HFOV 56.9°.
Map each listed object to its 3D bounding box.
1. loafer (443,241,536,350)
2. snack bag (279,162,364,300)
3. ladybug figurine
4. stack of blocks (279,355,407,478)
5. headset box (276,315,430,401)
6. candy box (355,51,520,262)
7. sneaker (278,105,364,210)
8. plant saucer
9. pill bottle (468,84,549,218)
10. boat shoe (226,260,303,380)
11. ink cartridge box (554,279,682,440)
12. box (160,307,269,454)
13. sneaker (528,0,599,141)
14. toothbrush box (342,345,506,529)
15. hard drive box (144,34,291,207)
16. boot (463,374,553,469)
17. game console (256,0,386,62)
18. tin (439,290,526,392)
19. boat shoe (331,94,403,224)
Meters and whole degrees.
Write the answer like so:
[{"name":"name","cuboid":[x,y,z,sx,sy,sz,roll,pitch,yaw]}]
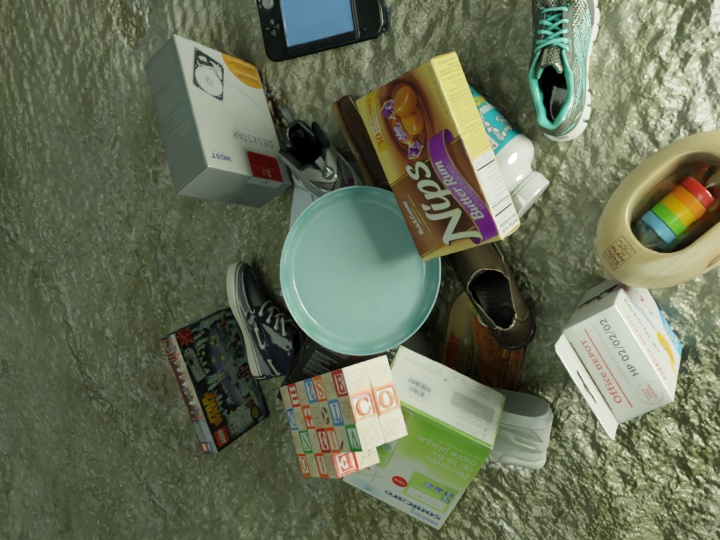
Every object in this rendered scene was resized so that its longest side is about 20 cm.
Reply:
[{"name":"loafer","cuboid":[0.155,0.000,0.828,0.072,0.071,0.202,-33,65,8]},{"name":"snack bag","cuboid":[-0.021,-0.056,0.925,0.185,0.021,0.204,-1,76,29]},{"name":"ladybug figurine","cuboid":[0.344,-0.058,0.713,0.199,0.072,0.137,-41,58,20]},{"name":"stack of blocks","cuboid":[-0.023,0.175,0.775,0.199,0.058,0.117,-31,73,60]},{"name":"headset box","cuboid":[-0.008,0.128,0.906,0.147,0.078,0.201,28,132,-7]},{"name":"candy box","cuboid":[0.086,-0.121,0.742,0.115,0.056,0.203,-14,102,43]},{"name":"sneaker","cuboid":[-0.071,-0.162,0.873,0.078,0.140,0.200,-42,39,-4]},{"name":"plant saucer","cuboid":[0.000,0.000,0.810,0.196,0.027,0.205,0,93,-8]},{"name":"pill bottle","cuboid":[0.132,-0.148,0.805,0.200,0.110,0.111,45,121,10]},{"name":"boat shoe","cuboid":[-0.144,0.077,1.063,0.091,0.075,0.204,-6,109,24]},{"name":"ink cartridge box","cuboid":[0.288,0.083,0.728,0.067,0.199,0.116,-34,87,32]},{"name":"box","cuboid":[-0.236,0.179,1.100,0.039,0.136,0.204,-15,97,34]},{"name":"sneaker","cuboid":[0.221,-0.244,0.736,0.076,0.091,0.204,-1,104,29]},{"name":"toothbrush box","cuboid":[0.075,0.213,0.833,0.144,0.087,0.202,25,134,7]},{"name":"hard drive box","cuboid":[-0.196,-0.201,0.923,0.076,0.155,0.203,-28,72,33]},{"name":"boot","cuboid":[0.152,0.202,0.878,0.197,0.073,0.097,12,116,30]},{"name":"game console","cuboid":[-0.084,-0.376,0.860,0.197,0.118,0.174,-2,103,31]},{"name":"tin","cuboid":[0.167,0.113,0.905,0.110,0.042,0.204,16,112,21]},{"name":"boat shoe","cuboid":[0.026,-0.153,0.876,0.070,0.070,0.203,-29,71,13]}]
